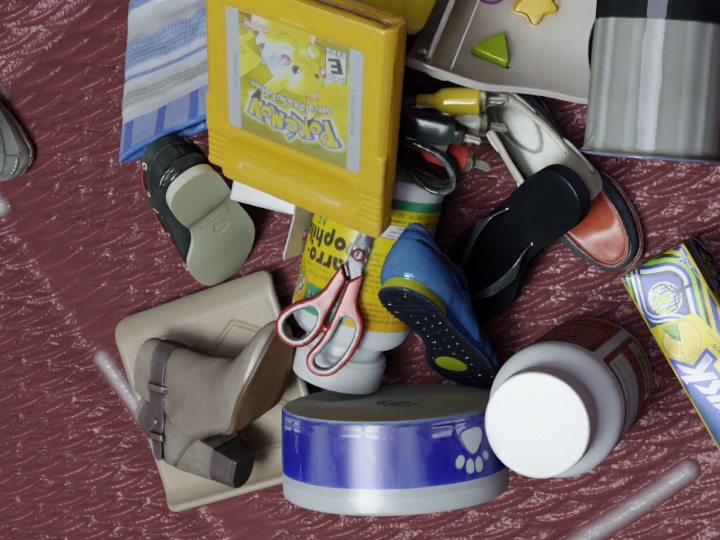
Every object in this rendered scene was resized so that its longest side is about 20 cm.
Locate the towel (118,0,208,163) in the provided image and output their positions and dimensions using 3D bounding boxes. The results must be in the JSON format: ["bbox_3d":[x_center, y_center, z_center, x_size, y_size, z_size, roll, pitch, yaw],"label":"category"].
[{"bbox_3d":[-0.163,-0.203,1.332,0.147,0.024,0.201,-20,52,25],"label":"towel"}]

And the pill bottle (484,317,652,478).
[{"bbox_3d":[0.172,0.107,1.202,0.112,0.200,0.113,3,98,22],"label":"pill bottle"}]

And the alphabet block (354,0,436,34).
[{"bbox_3d":[-0.038,-0.328,1.180,0.200,0.195,0.197,24,93,48],"label":"alphabet block"}]

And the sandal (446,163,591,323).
[{"bbox_3d":[0.122,-0.021,1.256,0.076,0.043,0.200,47,136,12],"label":"sandal"}]

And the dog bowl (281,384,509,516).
[{"bbox_3d":[0.030,0.153,1.266,0.199,0.200,0.079,0,94,22],"label":"dog bowl"}]

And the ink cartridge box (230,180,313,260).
[{"bbox_3d":[-0.058,-0.119,1.309,0.067,0.117,0.201,15,102,16],"label":"ink cartridge box"}]

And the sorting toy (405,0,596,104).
[{"bbox_3d":[0.155,-0.228,1.224,0.180,0.107,0.201,23,91,1],"label":"sorting toy"}]

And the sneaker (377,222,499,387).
[{"bbox_3d":[0.080,0.033,1.263,0.066,0.200,0.079,-1,57,29],"label":"sneaker"}]

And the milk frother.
[{"bbox_3d":[0.268,-0.177,1.115,0.180,0.200,0.189,4,97,4],"label":"milk frother"}]

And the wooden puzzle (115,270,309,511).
[{"bbox_3d":[-0.133,0.118,1.415,0.185,0.046,0.201,-18,86,23],"label":"wooden puzzle"}]

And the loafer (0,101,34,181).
[{"bbox_3d":[-0.411,-0.176,1.470,0.070,0.070,0.200,-44,80,21],"label":"loafer"}]

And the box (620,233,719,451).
[{"bbox_3d":[0.301,0.073,1.215,0.064,0.070,0.200,-32,84,25],"label":"box"}]

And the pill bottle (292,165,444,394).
[{"bbox_3d":[0.001,0.004,1.305,0.112,0.113,0.201,19,104,19],"label":"pill bottle"}]

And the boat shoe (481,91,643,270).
[{"bbox_3d":[0.170,-0.081,1.252,0.071,0.063,0.200,-37,84,20],"label":"boat shoe"}]

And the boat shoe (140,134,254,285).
[{"bbox_3d":[-0.149,-0.054,1.334,0.074,0.202,0.063,-36,63,-11],"label":"boat shoe"}]

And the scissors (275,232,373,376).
[{"bbox_3d":[0.000,0.000,1.241,0.073,0.014,0.200,35,103,2],"label":"scissors"}]

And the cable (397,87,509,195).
[{"bbox_3d":[0.024,-0.129,1.233,0.199,0.050,0.097,18,121,8],"label":"cable"}]

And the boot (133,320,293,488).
[{"bbox_3d":[-0.147,0.104,1.343,0.146,0.070,0.201,33,116,29],"label":"boot"}]

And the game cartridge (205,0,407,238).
[{"bbox_3d":[-0.049,-0.138,1.172,0.176,0.032,0.200,22,132,22],"label":"game cartridge"}]
